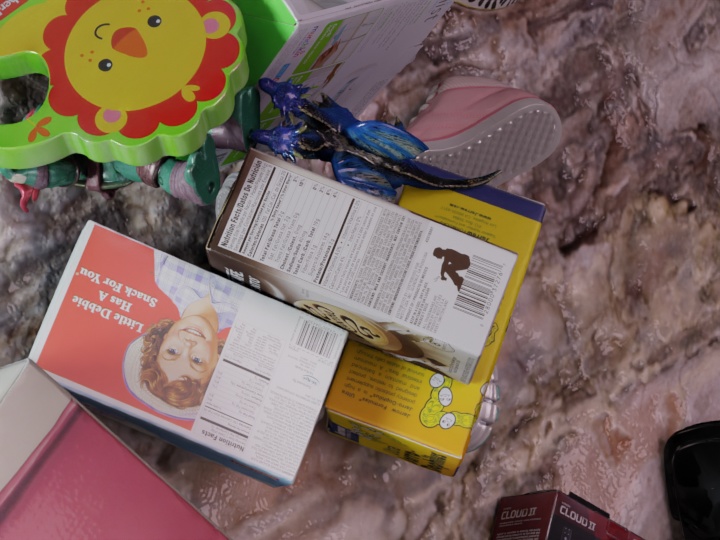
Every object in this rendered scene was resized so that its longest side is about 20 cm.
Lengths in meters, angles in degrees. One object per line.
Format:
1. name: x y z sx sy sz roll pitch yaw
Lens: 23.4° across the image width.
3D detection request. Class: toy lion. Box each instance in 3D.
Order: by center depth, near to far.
1. toy lion: -0.181 -0.137 1.140 0.199 0.069 0.192 -38 68 -14

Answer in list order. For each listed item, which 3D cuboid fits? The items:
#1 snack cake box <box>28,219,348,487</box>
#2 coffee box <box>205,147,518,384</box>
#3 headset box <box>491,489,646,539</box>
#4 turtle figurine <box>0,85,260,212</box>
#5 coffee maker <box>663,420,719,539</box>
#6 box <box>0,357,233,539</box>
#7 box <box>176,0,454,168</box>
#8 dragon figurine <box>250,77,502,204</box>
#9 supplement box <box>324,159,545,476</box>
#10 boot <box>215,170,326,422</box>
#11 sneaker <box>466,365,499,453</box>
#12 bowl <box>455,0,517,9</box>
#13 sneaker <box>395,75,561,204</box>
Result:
1. snack cake box: -0.122 0.060 1.204 0.198 0.067 0.116 24 76 -9
2. coffee box: 0.000 0.000 1.206 0.198 0.113 0.080 21 77 5
3. headset box: 0.171 0.283 1.421 0.148 0.075 0.202 30 62 -29
4. turtle figurine: -0.176 -0.100 1.199 0.101 0.198 0.151 68 38 -54
5. coffee maker: 0.377 0.176 1.590 0.199 0.135 0.193 0 56 -39
6. box: -0.198 0.168 1.128 0.200 0.127 0.109 44 57 -20
7. box: -0.044 -0.174 1.273 0.176 0.200 0.097 -23 75 -38
8. dragon figurine: 0.009 -0.079 1.222 0.198 0.099 0.059 25 100 -14
9. supplement box: 0.056 0.039 1.312 0.108 0.109 0.202 19 77 5
10. boot: -0.094 0.027 1.281 0.095 0.073 0.202 -11 80 -31
11. sneaker: 0.064 0.042 1.400 0.090 0.077 0.202 11 71 -30
12. bowl: 0.120 -0.340 1.520 0.199 0.094 0.203 11 72 -36
13. sneaker: 0.059 -0.098 1.437 0.199 0.105 0.076 -25 122 -10
